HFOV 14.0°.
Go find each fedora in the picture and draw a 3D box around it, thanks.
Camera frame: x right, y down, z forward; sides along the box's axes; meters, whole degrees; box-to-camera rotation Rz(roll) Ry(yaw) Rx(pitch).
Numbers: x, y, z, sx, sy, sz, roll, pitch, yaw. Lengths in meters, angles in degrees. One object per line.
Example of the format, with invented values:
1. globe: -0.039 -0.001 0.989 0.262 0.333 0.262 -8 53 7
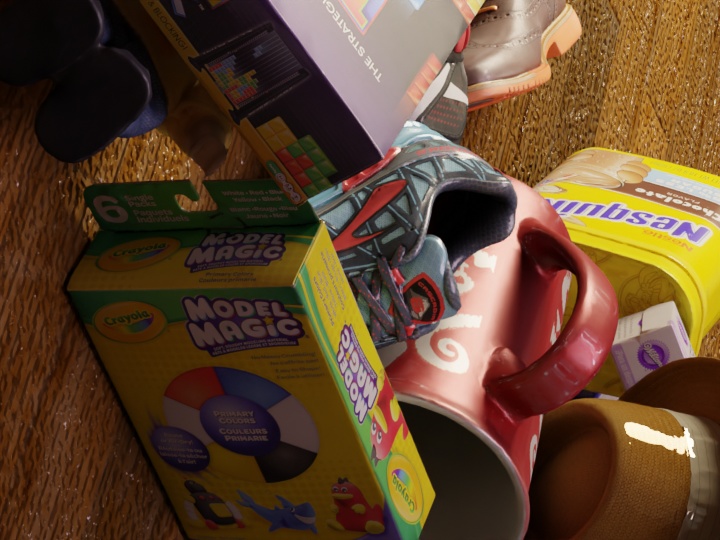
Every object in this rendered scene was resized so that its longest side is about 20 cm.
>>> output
1. fedora: 0.125 0.123 1.510 0.082 0.201 0.201 22 62 -23

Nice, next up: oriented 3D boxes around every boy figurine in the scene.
1. boy figurine: -0.091 -0.098 1.272 0.124 0.064 0.200 56 23 -1

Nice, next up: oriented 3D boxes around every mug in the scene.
1. mug: 0.060 0.047 1.502 0.200 0.177 0.134 -69 150 -49

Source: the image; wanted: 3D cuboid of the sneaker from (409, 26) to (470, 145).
1. sneaker: 0.007 -0.087 1.506 0.200 0.071 0.098 -22 106 -66

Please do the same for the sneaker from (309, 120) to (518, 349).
1. sneaker: 0.000 0.000 1.407 0.200 0.095 0.079 -45 139 -29

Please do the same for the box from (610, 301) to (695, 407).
1. box: 0.190 0.116 1.622 0.041 0.039 0.200 -71 140 -71

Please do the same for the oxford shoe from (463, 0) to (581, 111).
1. oxford shoe: 0.071 -0.139 1.674 0.200 0.071 0.073 -53 126 -66

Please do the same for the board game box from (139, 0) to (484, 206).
1. board game box: -0.039 -0.154 1.252 0.200 0.057 0.165 53 34 -16

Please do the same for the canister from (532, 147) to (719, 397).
1. canister: 0.150 -0.004 1.729 0.200 0.148 0.087 -38 140 -64

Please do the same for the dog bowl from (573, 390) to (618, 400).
1. dog bowl: 0.121 0.161 1.732 0.200 0.079 0.200 -2 90 -66

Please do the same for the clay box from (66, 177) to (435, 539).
1. clay box: -0.051 0.046 1.312 0.048 0.115 0.200 -67 145 -42
